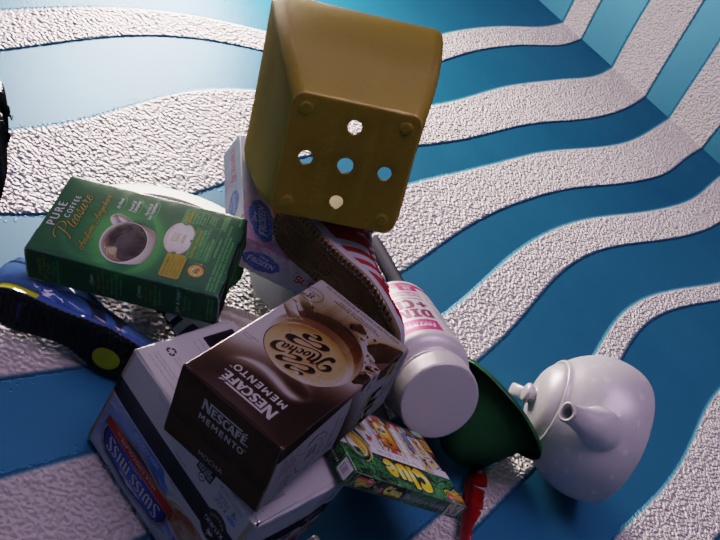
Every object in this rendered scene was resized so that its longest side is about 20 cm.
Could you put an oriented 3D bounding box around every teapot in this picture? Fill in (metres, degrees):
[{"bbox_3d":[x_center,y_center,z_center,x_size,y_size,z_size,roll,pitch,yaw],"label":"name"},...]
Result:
[{"bbox_3d":[0.269,0.186,1.209,0.144,0.201,0.199,25,42,-4],"label":"teapot"}]

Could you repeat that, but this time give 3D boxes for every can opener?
[{"bbox_3d":[0.047,0.040,1.314,0.202,0.052,0.067,61,6,31],"label":"can opener"}]

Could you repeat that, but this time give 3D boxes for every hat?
[{"bbox_3d":[0.107,0.220,1.145,0.167,0.175,0.200,52,-12,-5],"label":"hat"}]

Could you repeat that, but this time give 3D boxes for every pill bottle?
[{"bbox_3d":[0.064,0.104,1.128,0.112,0.115,0.200,19,17,-23],"label":"pill bottle"}]

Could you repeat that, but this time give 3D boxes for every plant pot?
[{"bbox_3d":[-0.018,-0.153,1.019,0.196,0.203,0.178,10,32,-10],"label":"plant pot"}]

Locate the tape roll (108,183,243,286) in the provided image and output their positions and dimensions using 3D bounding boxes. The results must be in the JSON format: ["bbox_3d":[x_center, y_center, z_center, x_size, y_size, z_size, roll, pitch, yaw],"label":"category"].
[{"bbox_3d":[-0.227,-0.039,1.091,0.197,0.049,0.201,16,22,-7],"label":"tape roll"}]

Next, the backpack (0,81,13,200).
[{"bbox_3d":[-0.421,-0.093,0.895,0.165,0.201,0.164,11,40,-33],"label":"backpack"}]

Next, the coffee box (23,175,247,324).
[{"bbox_3d":[-0.223,-0.023,0.959,0.196,0.044,0.124,13,44,-1],"label":"coffee box"}]

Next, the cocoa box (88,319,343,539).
[{"bbox_3d":[-0.136,0.174,0.888,0.201,0.132,0.132,49,34,20],"label":"cocoa box"}]

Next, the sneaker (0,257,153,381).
[{"bbox_3d":[-0.281,0.047,0.973,0.198,0.066,0.079,29,34,-10],"label":"sneaker"}]

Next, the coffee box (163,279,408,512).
[{"bbox_3d":[-0.060,0.102,0.829,0.112,0.081,0.199,36,36,16],"label":"coffee box"}]

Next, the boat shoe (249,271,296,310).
[{"bbox_3d":[-0.069,0.044,1.179,0.200,0.071,0.070,42,-8,37],"label":"boat shoe"}]

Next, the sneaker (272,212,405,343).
[{"bbox_3d":[0.000,0.000,1.043,0.201,0.071,0.112,50,33,15],"label":"sneaker"}]

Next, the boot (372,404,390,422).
[{"bbox_3d":[-0.015,0.143,1.033,0.155,0.073,0.204,64,6,32],"label":"boot"}]

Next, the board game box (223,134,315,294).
[{"bbox_3d":[-0.071,-0.050,1.135,0.197,0.041,0.202,27,32,-29],"label":"board game box"}]

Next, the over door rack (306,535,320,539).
[{"bbox_3d":[0.000,0.348,0.857,0.146,0.067,0.201,28,33,-10],"label":"over door rack"}]

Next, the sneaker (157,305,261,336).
[{"bbox_3d":[-0.181,0.070,1.044,0.198,0.086,0.074,27,23,35],"label":"sneaker"}]

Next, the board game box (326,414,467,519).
[{"bbox_3d":[0.026,0.186,0.942,0.199,0.023,0.105,31,21,-48],"label":"board game box"}]
